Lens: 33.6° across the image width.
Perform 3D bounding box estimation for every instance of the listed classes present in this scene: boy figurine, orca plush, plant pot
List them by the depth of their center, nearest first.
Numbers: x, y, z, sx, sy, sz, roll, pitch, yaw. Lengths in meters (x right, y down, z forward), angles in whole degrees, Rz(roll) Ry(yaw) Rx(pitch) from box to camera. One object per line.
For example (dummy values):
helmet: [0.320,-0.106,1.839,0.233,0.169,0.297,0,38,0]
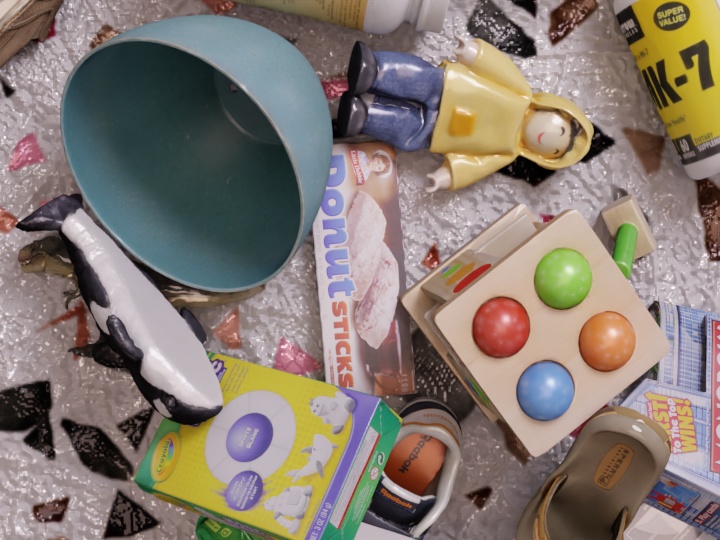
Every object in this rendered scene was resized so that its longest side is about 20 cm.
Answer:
plant pot: [-0.099,-0.104,0.876,0.199,0.135,0.201,16,130,20]
orca plush: [-0.186,0.042,0.881,0.071,0.105,0.200,-41,95,19]
boy figurine: [0.082,-0.114,0.913,0.199,0.065,0.125,12,111,-13]

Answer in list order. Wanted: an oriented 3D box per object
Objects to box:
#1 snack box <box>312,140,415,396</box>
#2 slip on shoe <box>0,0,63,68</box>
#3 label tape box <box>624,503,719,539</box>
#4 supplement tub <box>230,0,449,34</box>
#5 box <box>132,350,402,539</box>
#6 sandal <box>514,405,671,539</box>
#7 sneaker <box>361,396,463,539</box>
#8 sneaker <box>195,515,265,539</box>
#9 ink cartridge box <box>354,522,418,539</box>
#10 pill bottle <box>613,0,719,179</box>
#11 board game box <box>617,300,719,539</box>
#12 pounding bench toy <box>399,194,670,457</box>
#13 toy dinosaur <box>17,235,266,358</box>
snack box: [0.000,0.000,0.945,0.071,0.024,0.202,-5,91,-2]
slip on shoe: [-0.263,-0.207,0.926,0.200,0.076,0.061,-43,131,-7]
label tape box: [0.275,0.251,0.932,0.200,0.063,0.144,43,91,-1]
supplement tub: [-0.023,-0.257,0.881,0.198,0.144,0.146,12,91,-1]
box: [-0.080,0.129,0.878,0.199,0.048,0.118,10,66,35]
sandal: [0.157,0.179,0.839,0.080,0.054,0.201,23,130,7]
sneaker: [0.014,0.192,0.924,0.078,0.079,0.201,27,92,-2]
sneaker: [-0.078,0.194,0.913,0.083,0.074,0.201,17,91,-42]
ink cartridge box: [0.014,0.303,0.889,0.144,0.084,0.201,17,113,0]
pill bottle: [0.261,-0.181,0.899,0.114,0.114,0.201,-25,91,0]
board game box: [0.261,0.111,0.881,0.198,0.062,0.201,14,56,-2]
pounding bench toy: [0.153,0.016,0.872,0.200,0.156,0.125,-38,98,-4]
toy dinosaur: [-0.179,0.030,0.937,0.198,0.047,0.089,11,84,-4]
